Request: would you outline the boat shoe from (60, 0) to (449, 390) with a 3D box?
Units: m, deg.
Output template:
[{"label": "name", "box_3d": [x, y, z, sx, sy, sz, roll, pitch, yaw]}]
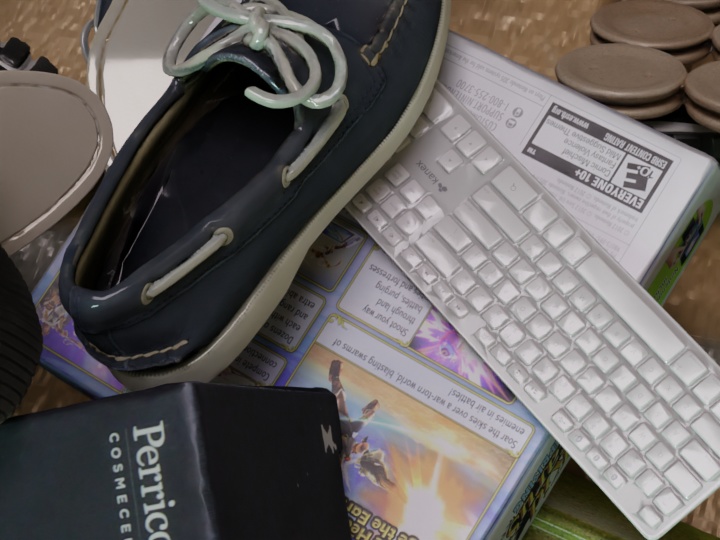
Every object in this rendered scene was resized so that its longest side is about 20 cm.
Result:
[{"label": "boat shoe", "box_3d": [-0.035, -0.055, 0.667, 0.075, 0.062, 0.200, 25, 70, 30]}]

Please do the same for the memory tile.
[{"label": "memory tile", "box_3d": [0.186, -0.081, 0.769, 0.199, 0.017, 0.153, 10, 30, 18]}]

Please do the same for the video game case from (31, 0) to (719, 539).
[{"label": "video game case", "box_3d": [0.000, 0.000, 0.717, 0.200, 0.045, 0.182, 29, 79, 22]}]

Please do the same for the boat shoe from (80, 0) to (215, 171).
[{"label": "boat shoe", "box_3d": [-0.084, -0.111, 0.855, 0.075, 0.062, 0.201, -3, 69, -8]}]

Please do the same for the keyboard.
[{"label": "keyboard", "box_3d": [0.053, 0.002, 0.672, 0.056, 0.011, 0.200, -41, 66, -3]}]

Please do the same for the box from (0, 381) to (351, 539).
[{"label": "box", "box_3d": [-0.101, 0.150, 0.631, 0.199, 0.117, 0.198, -13, 80, 19]}]

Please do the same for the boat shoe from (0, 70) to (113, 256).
[{"label": "boat shoe", "box_3d": [-0.185, -0.018, 0.747, 0.199, 0.063, 0.073, -28, 94, -1]}]

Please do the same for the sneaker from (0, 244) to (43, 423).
[{"label": "sneaker", "box_3d": [-0.161, 0.013, 0.635, 0.089, 0.074, 0.200, -50, 33, 13]}]

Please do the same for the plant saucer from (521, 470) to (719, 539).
[{"label": "plant saucer", "box_3d": [0.069, 0.164, 0.682, 0.199, 0.048, 0.200, 22, 68, 22]}]

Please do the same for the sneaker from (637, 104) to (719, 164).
[{"label": "sneaker", "box_3d": [0.053, -0.057, 0.796, 0.199, 0.076, 0.088, -6, 54, 7]}]

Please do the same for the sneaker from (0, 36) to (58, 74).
[{"label": "sneaker", "box_3d": [-0.207, -0.067, 0.860, 0.199, 0.091, 0.078, 24, 24, 6]}]
